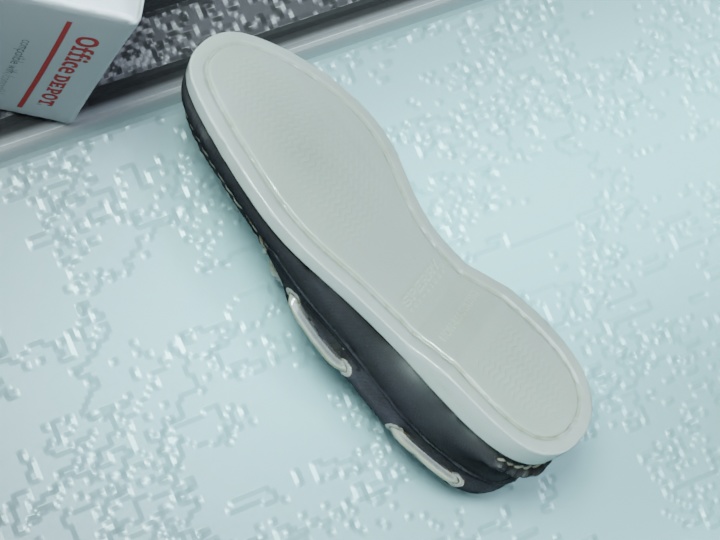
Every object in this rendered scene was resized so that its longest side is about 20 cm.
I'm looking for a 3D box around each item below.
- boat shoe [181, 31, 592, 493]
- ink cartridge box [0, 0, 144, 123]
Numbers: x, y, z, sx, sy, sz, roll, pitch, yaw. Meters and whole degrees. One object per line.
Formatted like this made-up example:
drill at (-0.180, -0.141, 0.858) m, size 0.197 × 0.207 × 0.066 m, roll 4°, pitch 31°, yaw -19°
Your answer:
boat shoe at (0.000, 0.000, 0.941) m, size 0.200 × 0.060 × 0.074 m, roll 45°, pitch 48°, yaw -4°
ink cartridge box at (-0.142, -0.109, 0.890) m, size 0.199 × 0.116 × 0.068 m, roll 10°, pitch 73°, yaw -15°
